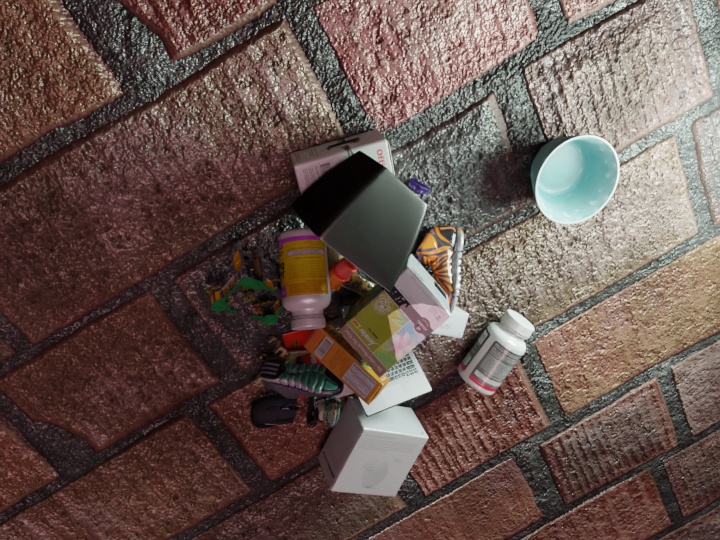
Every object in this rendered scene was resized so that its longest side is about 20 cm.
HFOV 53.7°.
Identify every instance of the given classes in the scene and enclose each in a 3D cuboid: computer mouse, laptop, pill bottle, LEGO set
[{"bbox_3d":[-0.186,0.299,1.684,0.198,0.142,0.046,-7,158,28],"label":"computer mouse"},{"bbox_3d":[0.066,0.203,1.665,0.185,0.202,0.116,-16,155,-26],"label":"laptop"},{"bbox_3d":[-0.116,0.019,1.479,0.103,0.104,0.203,-3,81,-12],"label":"pill bottle"},{"bbox_3d":[-0.233,0.022,1.543,0.198,0.117,0.154,13,133,-33],"label":"LEGO set"},{"bbox_3d":[0.339,0.200,1.760,0.110,0.111,0.201,26,108,-24],"label":"pill bottle"}]

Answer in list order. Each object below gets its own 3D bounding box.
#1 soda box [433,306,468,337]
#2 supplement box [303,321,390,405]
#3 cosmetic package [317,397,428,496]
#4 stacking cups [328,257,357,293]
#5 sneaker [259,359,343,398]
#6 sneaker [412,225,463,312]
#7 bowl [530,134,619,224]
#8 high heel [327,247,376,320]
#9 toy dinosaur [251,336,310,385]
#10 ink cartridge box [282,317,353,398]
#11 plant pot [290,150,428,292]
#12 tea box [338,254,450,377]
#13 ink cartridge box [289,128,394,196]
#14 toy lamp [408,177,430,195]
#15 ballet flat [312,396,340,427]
[{"bbox_3d":[0.153,0.107,1.665,0.198,0.068,0.065,10,101,-31],"label":"soda box"},{"bbox_3d":[-0.030,0.206,1.591,0.200,0.066,0.069,43,106,9],"label":"supplement box"},{"bbox_3d":[0.030,0.446,1.791,0.197,0.123,0.202,15,114,-29],"label":"cosmetic package"},{"bbox_3d":[-0.078,0.031,1.546,0.060,0.061,0.200,23,138,-23],"label":"stacking cups"},{"bbox_3d":[-0.131,0.260,1.624,0.197,0.075,0.088,11,135,13],"label":"sneaker"},{"bbox_3d":[0.170,-0.002,1.623,0.110,0.078,0.203,4,87,-7],"label":"sneaker"},{"bbox_3d":[0.459,-0.217,1.579,0.198,0.105,0.203,-6,118,-10],"label":"bowl"},{"bbox_3d":[0.000,0.000,1.613,0.141,0.071,0.203,-19,112,-25],"label":"high heel"},{"bbox_3d":[-0.182,0.200,1.669,0.198,0.059,0.101,-25,133,12],"label":"toy dinosaur"},{"bbox_3d":[-0.082,0.220,1.704,0.171,0.044,0.202,-15,119,-8],"label":"ink cartridge box"},{"bbox_3d":[0.011,-0.112,1.385,0.199,0.200,0.178,37,94,-29],"label":"plant pot"},{"bbox_3d":[0.074,0.089,1.486,0.197,0.200,0.134,-43,93,10],"label":"tea box"},{"bbox_3d":[-0.032,-0.192,1.480,0.197,0.084,0.146,-16,120,-4],"label":"ink cartridge box"},{"bbox_3d":[0.082,-0.105,1.572,0.058,0.058,0.202,23,106,-23],"label":"toy lamp"},{"bbox_3d":[-0.084,0.338,1.696,0.073,0.200,0.075,1,73,-4],"label":"ballet flat"}]
